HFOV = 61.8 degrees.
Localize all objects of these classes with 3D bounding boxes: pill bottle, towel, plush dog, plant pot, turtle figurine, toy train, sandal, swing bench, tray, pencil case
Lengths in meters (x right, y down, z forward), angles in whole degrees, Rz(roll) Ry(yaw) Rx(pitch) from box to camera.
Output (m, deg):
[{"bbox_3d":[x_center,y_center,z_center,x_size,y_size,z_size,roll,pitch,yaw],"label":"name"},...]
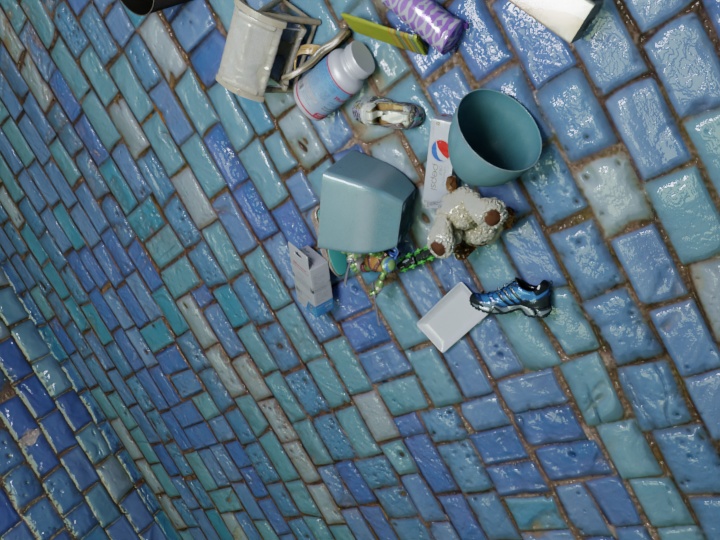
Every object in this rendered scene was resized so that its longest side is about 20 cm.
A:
[{"bbox_3d":[-0.061,-0.452,1.432,0.198,0.108,0.111,-26,98,40],"label":"pill bottle"},{"bbox_3d":[0.054,-0.530,1.337,0.197,0.086,0.018,27,94,21],"label":"towel"},{"bbox_3d":[0.254,-0.112,1.361,0.198,0.164,0.170,-31,138,28],"label":"plush dog"},{"bbox_3d":[0.025,-0.154,1.474,0.195,0.197,0.200,17,121,16],"label":"plant pot"},{"bbox_3d":[0.000,0.000,1.546,0.193,0.141,0.204,30,97,62],"label":"turtle figurine"},{"bbox_3d":[0.173,-0.044,1.505,0.197,0.056,0.043,-24,84,40],"label":"toy train"},{"bbox_3d":[-0.111,-0.519,1.426,0.198,0.081,0.054,-34,104,15],"label":"sandal"},{"bbox_3d":[0.263,-0.257,1.271,0.200,0.200,0.135,46,149,5],"label":"plant pot"},{"bbox_3d":[-0.223,-0.531,1.444,0.129,0.199,0.201,37,128,12],"label":"swing bench"},{"bbox_3d":[0.239,0.121,1.563,0.108,0.022,0.201,47,130,7],"label":"tray"},{"bbox_3d":[0.134,-0.549,1.273,0.199,0.084,0.086,42,94,7],"label":"pencil case"}]

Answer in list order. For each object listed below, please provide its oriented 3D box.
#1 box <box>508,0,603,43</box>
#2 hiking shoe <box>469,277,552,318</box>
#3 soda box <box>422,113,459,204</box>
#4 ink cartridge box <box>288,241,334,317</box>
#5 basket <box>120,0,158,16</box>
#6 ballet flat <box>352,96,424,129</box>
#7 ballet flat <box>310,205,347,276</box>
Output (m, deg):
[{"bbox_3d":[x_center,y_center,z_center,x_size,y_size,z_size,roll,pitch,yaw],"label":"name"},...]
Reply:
[{"bbox_3d":[0.348,-0.522,1.132,0.199,0.095,0.079,41,129,12],"label":"box"},{"bbox_3d":[0.356,0.056,1.430,0.195,0.074,0.089,3,107,22],"label":"hiking shoe"},{"bbox_3d":[0.194,-0.250,1.387,0.067,0.064,0.205,17,122,24],"label":"soda box"},{"bbox_3d":[-0.138,0.013,1.694,0.115,0.066,0.204,37,142,45],"label":"ink cartridge box"},{"bbox_3d":[-0.509,-0.745,1.533,0.182,0.199,0.135,53,130,1],"label":"basket"},{"bbox_3d":[0.052,-0.371,1.421,0.196,0.072,0.074,13,119,29],"label":"ballet flat"},{"bbox_3d":[-0.089,-0.082,1.670,0.067,0.067,0.205,-1,107,54],"label":"ballet flat"}]
